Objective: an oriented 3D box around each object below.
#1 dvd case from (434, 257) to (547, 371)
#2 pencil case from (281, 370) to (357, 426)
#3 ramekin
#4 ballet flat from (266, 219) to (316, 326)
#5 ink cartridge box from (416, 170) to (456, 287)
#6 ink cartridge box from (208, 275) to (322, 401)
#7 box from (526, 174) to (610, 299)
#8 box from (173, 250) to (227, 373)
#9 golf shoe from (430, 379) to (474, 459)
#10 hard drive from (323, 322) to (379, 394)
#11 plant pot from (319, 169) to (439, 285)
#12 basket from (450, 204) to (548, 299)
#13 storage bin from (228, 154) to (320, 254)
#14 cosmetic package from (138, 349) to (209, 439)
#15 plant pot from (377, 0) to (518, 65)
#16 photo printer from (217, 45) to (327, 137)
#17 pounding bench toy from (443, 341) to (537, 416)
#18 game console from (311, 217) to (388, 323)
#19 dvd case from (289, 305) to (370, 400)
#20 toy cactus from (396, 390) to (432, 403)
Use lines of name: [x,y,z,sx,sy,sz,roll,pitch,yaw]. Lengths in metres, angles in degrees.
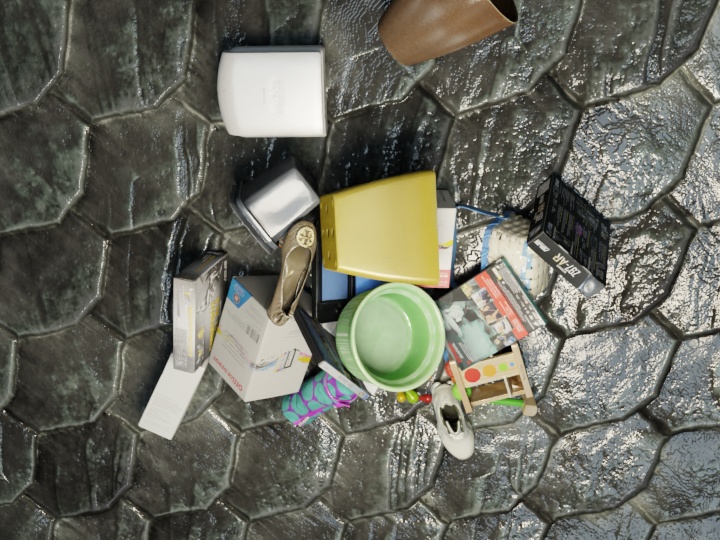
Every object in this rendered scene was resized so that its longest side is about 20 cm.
dvd case: [0.229,0.086,1.529,0.200,0.022,0.146,-35,89,29]
pencil case: [-0.083,0.260,1.681,0.085,0.093,0.200,17,149,-27]
ramekin: [0.050,0.124,1.525,0.199,0.098,0.201,2,85,-27]
ballet flat: [-0.120,0.007,1.457,0.067,0.046,0.201,14,102,-30]
ink cartridge box: [0.139,-0.081,1.552,0.067,0.117,0.201,1,113,-3]
ink cartridge box: [-0.187,0.132,1.618,0.144,0.147,0.201,-2,122,-44]
box: [0.388,-0.067,1.501,0.160,0.200,0.044,39,130,-13]
box: [-0.318,0.079,1.622,0.048,0.158,0.201,10,112,10]
golf shoe: [0.196,0.336,1.736,0.078,0.097,0.201,-18,112,8]
hard drive: [-0.018,0.141,1.658,0.200,0.026,0.132,36,113,17]
plant pot: [0.025,-0.074,1.470,0.176,0.200,0.201,-3,93,-14]
basket: [0.263,-0.026,1.570,0.199,0.139,0.177,14,118,28]
storage bin: [-0.146,-0.129,1.517,0.134,0.200,0.146,-36,107,6]
cosmetic package: [-0.387,0.241,1.721,0.081,0.113,0.200,24,110,-7]
plant pot: [0.134,-0.444,1.387,0.200,0.187,0.187,-31,108,30]
photo printer: [-0.163,-0.328,1.494,0.199,0.069,0.167,1,113,3]
pounding bench toy: [0.265,0.227,1.670,0.155,0.124,0.201,-17,111,10]
game console: [0.000,0.000,1.568,0.116,0.176,0.201,1,92,34]
dvd case: [-0.056,0.157,1.537,0.018,0.143,0.200,-36,143,6]
toy cactus: [0.069,0.196,1.695,0.164,0.102,0.201,-5,121,16]
